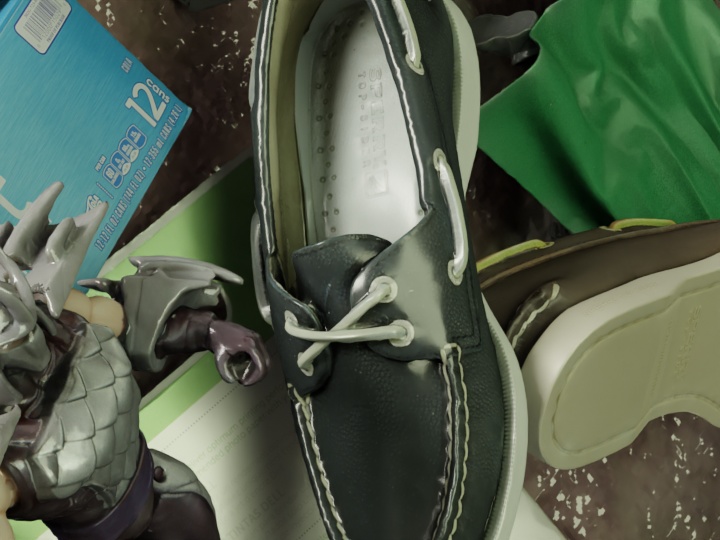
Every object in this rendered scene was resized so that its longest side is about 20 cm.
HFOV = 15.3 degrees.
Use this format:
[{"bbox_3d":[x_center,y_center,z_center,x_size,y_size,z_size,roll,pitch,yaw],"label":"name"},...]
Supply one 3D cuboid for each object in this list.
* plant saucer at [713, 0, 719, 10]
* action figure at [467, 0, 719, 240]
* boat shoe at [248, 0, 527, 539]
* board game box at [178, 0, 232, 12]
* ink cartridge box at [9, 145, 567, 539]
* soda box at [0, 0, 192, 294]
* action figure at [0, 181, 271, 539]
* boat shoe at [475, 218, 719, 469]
[{"bbox_3d":[0.148,-0.172,0.955,0.200,0.037,0.201,-25,121,-50],"label":"plant saucer"},{"bbox_3d":[0.107,-0.027,0.931,0.118,0.055,0.200,-49,126,-17],"label":"action figure"},{"bbox_3d":[0.000,0.000,0.770,0.060,0.076,0.200,30,47,-56],"label":"boat shoe"},{"bbox_3d":[-0.009,-0.196,0.864,0.200,0.064,0.148,-41,109,-36],"label":"board game box"},{"bbox_3d":[-0.026,0.085,0.809,0.146,0.048,0.200,-41,93,-27],"label":"ink cartridge box"},{"bbox_3d":[-0.124,0.014,0.716,0.064,0.068,0.200,44,49,-21],"label":"soda box"},{"bbox_3d":[-0.059,0.064,0.683,0.130,0.069,0.200,-61,144,-32],"label":"action figure"},{"bbox_3d":[0.092,0.015,0.860,0.200,0.060,0.072,-13,124,-52],"label":"boat shoe"}]
